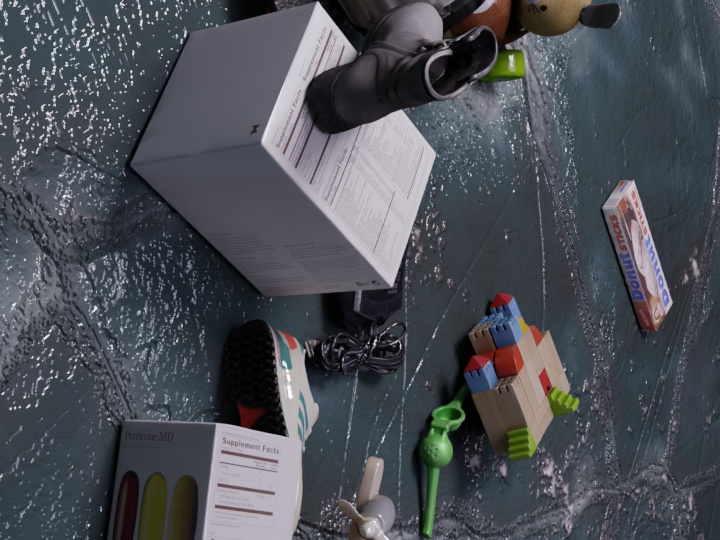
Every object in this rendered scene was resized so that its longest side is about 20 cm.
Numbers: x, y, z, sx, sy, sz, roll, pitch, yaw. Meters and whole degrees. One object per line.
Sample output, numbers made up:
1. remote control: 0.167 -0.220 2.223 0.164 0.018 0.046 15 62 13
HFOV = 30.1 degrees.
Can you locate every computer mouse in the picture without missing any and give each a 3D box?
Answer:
1. computer mouse: 0.000 0.000 1.321 0.138 0.052 0.203 4 95 -51

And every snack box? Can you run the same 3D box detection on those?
1. snack box: 0.381 -0.019 1.835 0.072 0.024 0.202 -49 125 -44

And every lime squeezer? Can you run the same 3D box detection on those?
1. lime squeezer: 0.096 0.181 1.440 0.071 0.037 0.202 47 52 -40

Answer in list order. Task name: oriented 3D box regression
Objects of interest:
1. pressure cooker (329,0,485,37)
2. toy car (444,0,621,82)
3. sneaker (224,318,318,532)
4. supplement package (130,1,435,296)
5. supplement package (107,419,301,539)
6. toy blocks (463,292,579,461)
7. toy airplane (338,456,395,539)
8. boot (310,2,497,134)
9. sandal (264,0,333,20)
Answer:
1. pressure cooker: 0.042 -0.312 1.279 0.175 0.179 0.201 -36 129 0
2. toy car: 0.191 -0.303 1.460 0.157 0.198 0.167 -5 92 -52
3. sneaker: -0.066 0.146 1.184 0.093 0.070 0.202 22 55 -52
4. supplement package: -0.061 -0.097 1.157 0.200 0.150 0.152 47 51 -40
5. supplement package: -0.131 0.228 1.079 0.109 0.113 0.203 21 71 -51
6. toy blocks: 0.170 0.108 1.493 0.138 0.099 0.200 67 29 -11
7. toy airplane: -0.013 0.297 1.204 0.200 0.140 0.201 -50 140 -31
8. boot: 0.059 -0.173 1.093 0.070 0.131 0.200 63 39 -23
9. sandal: -0.056 -0.225 1.270 0.076 0.045 0.200 -66 150 -23
